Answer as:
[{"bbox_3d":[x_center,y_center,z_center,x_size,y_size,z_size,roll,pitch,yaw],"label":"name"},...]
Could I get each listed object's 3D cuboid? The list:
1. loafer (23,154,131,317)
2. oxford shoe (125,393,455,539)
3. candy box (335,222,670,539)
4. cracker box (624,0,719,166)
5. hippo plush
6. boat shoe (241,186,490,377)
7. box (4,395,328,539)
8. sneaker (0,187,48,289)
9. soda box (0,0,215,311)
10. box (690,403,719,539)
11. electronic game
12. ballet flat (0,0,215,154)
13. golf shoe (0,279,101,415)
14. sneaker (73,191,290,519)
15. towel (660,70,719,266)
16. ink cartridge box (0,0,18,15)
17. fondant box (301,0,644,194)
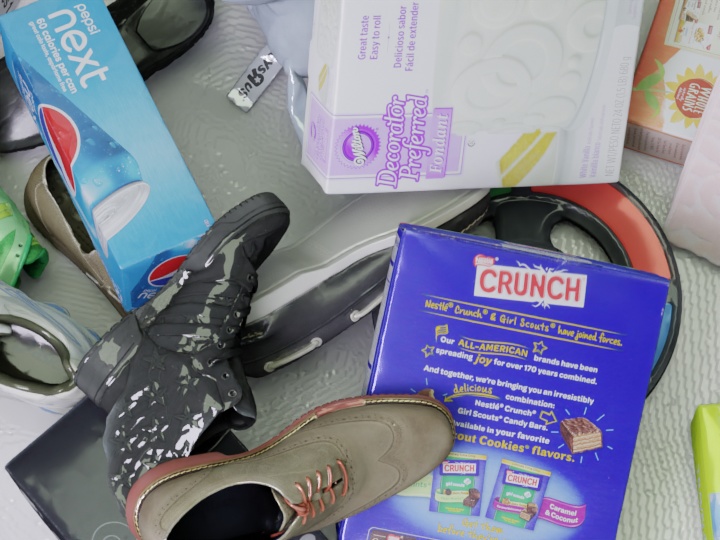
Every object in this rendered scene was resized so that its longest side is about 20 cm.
[{"bbox_3d":[-0.142,-0.008,1.630,0.200,0.067,0.076,35,77,13],"label":"loafer"},{"bbox_3d":[-0.031,0.128,1.452,0.200,0.075,0.071,-20,109,-11],"label":"oxford shoe"},{"bbox_3d":[0.085,0.083,1.540,0.169,0.077,0.200,12,95,-5],"label":"candy box"},{"bbox_3d":[0.283,-0.120,1.653,0.200,0.058,0.134,18,75,9],"label":"cracker box"},{"bbox_3d":[-0.061,-0.212,1.625,0.159,0.161,0.200,38,94,34],"label":"hippo plush"},{"bbox_3d":[0.000,0.000,1.595,0.200,0.060,0.074,-31,29,-17],"label":"boat shoe"},{"bbox_3d":[-0.105,0.165,1.552,0.122,0.106,0.200,-41,74,-11],"label":"box"},{"bbox_3d":[-0.245,-0.022,1.640,0.083,0.074,0.200,-4,83,-3],"label":"sneaker"},{"bbox_3d":[-0.158,-0.079,1.589,0.068,0.064,0.200,-23,66,-12],"label":"soda box"},{"bbox_3d":[0.275,0.179,1.562,0.122,0.048,0.200,-5,71,1],"label":"box"},{"bbox_3d":[0.106,0.019,1.624,0.200,0.042,0.200,-1,72,3],"label":"electronic game"},{"bbox_3d":[-0.184,-0.134,1.691,0.200,0.057,0.067,-28,95,-1],"label":"ballet flat"},{"bbox_3d":[-0.247,0.025,1.550,0.200,0.097,0.078,23,90,-3],"label":"golf shoe"},{"bbox_3d":[-0.090,0.055,1.506,0.200,0.060,0.104,-44,74,-8],"label":"sneaker"},{"bbox_3d":[0.303,-0.053,1.571,0.200,0.191,0.032,26,44,10],"label":"towel"},{"bbox_3d":[-0.292,-0.179,1.651,0.084,0.145,0.200,25,74,9],"label":"ink cartridge box"},{"bbox_3d":[0.069,-0.126,1.569,0.200,0.058,0.145,-3,115,-17],"label":"fondant box"}]
